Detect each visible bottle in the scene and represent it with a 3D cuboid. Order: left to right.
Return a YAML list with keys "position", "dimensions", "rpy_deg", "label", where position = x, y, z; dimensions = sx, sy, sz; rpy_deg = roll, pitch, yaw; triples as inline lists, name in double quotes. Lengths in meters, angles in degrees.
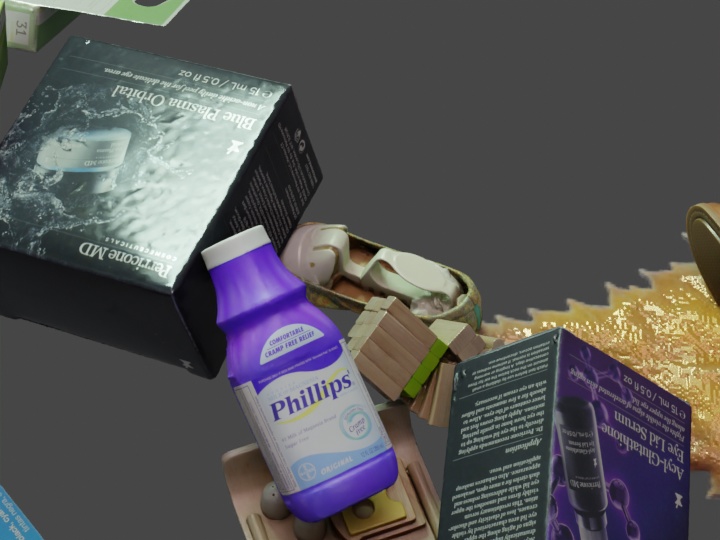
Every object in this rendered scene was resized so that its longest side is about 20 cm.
- position: [-0.047, 0.069, 1.247]
  dimensions: [0.084, 0.065, 0.200]
  rpy_deg: [-24, 90, -18]
  label: "bottle"

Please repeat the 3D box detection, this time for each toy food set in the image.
- position: [0.001, 0.196, 1.276]
  dimensions: [0.143, 0.060, 0.200]
  rpy_deg: [-17, 63, -11]
  label: "toy food set"

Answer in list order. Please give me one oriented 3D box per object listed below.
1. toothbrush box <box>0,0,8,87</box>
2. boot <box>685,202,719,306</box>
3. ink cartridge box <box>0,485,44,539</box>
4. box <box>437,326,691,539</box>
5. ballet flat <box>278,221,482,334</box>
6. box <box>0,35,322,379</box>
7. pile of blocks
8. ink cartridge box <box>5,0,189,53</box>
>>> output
- position: [-0.328, -0.098, 1.350]
  dimensions: [0.086, 0.146, 0.200]
  rpy_deg: [16, 75, -6]
  label: "toothbrush box"
- position: [0.359, -0.004, 1.399]
  dimensions: [0.155, 0.074, 0.200]
  rpy_deg: [-36, 80, -19]
  label: "boot"
- position: [-0.301, 0.234, 1.193]
  dimensions: [0.200, 0.147, 0.145]
  rpy_deg: [-35, 67, -20]
  label: "ink cartridge box"
- position: [0.139, 0.164, 1.237]
  dimensions: [0.148, 0.104, 0.200]
  rpy_deg: [29, 54, -35]
  label: "box"
- position: [0.000, 0.000, 1.385]
  dimensions: [0.200, 0.071, 0.071]
  rpy_deg: [21, 62, 10]
  label: "ballet flat"
- position: [-0.163, -0.051, 1.357]
  dimensions: [0.197, 0.117, 0.200]
  rpy_deg: [15, 60, 22]
  label: "box"
- position: [0.069, 0.075, 1.336]
  dimensions: [0.200, 0.062, 0.082]
  rpy_deg: [15, 87, -26]
  label: "pile of blocks"
- position: [-0.237, -0.216, 1.469]
  dimensions: [0.200, 0.048, 0.146]
  rpy_deg: [13, 26, 5]
  label: "ink cartridge box"
